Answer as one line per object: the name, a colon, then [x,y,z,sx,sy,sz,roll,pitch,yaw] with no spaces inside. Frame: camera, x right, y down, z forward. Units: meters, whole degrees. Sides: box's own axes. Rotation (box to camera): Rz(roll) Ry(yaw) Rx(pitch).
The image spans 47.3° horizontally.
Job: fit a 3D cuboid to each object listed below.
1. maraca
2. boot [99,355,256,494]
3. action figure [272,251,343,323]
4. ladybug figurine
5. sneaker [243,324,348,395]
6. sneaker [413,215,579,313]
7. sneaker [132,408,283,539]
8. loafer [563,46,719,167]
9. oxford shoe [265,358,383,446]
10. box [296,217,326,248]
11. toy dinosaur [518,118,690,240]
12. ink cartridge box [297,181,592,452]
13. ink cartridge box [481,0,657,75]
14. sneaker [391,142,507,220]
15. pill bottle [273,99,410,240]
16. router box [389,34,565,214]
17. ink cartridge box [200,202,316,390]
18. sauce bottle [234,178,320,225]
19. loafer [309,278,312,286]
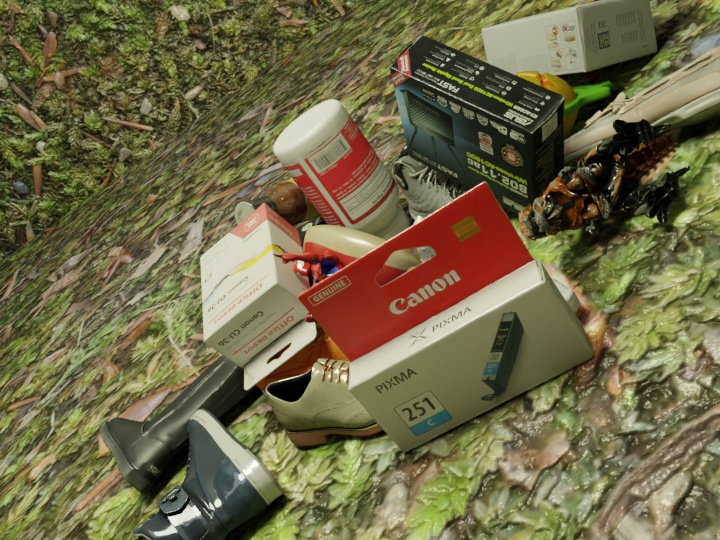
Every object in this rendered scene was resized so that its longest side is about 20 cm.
maraca: [0.224,-0.203,1.044,0.199,0.108,0.137,-24,22,-14]
boot: [-0.234,0.174,1.065,0.200,0.066,0.165,-47,33,-11]
action figure: [-0.020,0.029,0.859,0.098,0.066,0.199,-8,26,-44]
ladybug figurine: [0.000,0.000,0.978,0.199,0.135,0.073,12,77,57]
sneaker: [-0.063,0.095,0.951,0.199,0.077,0.073,-23,29,31]
sneaker: [0.122,-0.002,0.809,0.075,0.115,0.200,-43,24,-12]
sneaker: [-0.183,0.233,0.874,0.146,0.077,0.202,-42,25,-15]
loafer: [0.307,-0.173,0.888,0.199,0.063,0.072,-20,-11,27]
oxford shoe: [-0.014,0.122,0.832,0.199,0.074,0.071,-24,24,28]
box: [-0.097,0.000,1.206,0.192,0.048,0.201,-24,27,23]
toy dinosaur: [0.248,-0.097,0.834,0.201,0.102,0.136,-53,12,-20]
ink cartridge box: [0.071,0.049,0.714,0.199,0.177,0.045,-31,25,17]
ink cartridge box: [0.299,-0.321,1.134,0.174,0.085,0.200,-20,15,-25]
sneaker: [0.100,-0.115,1.041,0.075,0.116,0.199,-48,25,-22]
pill bottle: [-0.019,-0.120,1.117,0.112,0.201,0.113,-30,25,16]
router box: [0.133,-0.158,0.925,0.199,0.150,0.062,33,70,31]
ink cartridge box: [-0.122,0.027,0.955,0.116,0.067,0.201,-38,37,16]
sauce bottle: [-0.097,-0.096,1.154,0.066,0.067,0.199,-19,2,38]
loafer: [-0.096,0.010,1.069,0.068,0.076,0.201,-35,44,7]
